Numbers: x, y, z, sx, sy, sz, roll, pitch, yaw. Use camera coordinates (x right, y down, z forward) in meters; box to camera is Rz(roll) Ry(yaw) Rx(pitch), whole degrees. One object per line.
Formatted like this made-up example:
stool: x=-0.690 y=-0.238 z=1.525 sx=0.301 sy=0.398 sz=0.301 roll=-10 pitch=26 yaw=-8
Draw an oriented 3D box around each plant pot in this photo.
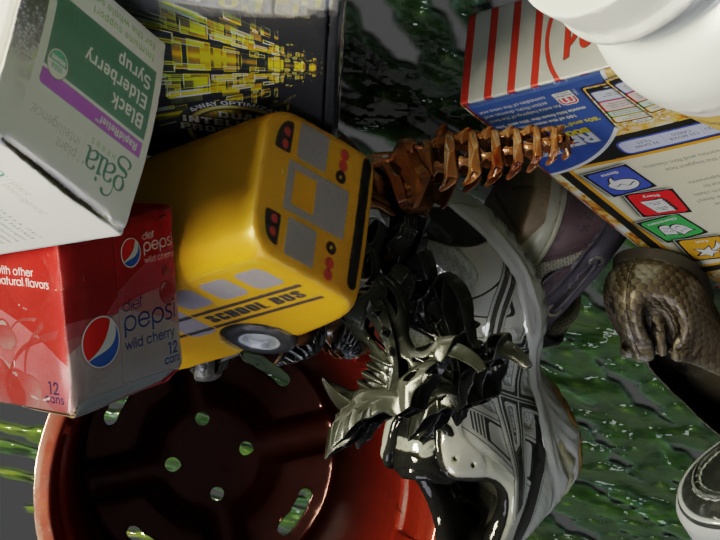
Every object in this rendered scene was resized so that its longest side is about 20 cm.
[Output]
plant pot: x=-0.070 y=0.104 z=1.181 sx=0.199 sy=0.203 sz=0.195 roll=11 pitch=179 yaw=-9

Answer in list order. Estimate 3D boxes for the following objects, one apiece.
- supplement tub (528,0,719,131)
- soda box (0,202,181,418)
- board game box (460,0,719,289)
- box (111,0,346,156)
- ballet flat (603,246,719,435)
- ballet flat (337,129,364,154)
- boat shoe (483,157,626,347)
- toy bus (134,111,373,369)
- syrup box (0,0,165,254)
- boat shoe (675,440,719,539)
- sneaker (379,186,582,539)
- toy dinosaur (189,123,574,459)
supplement tub: x=0.162 y=-0.104 z=0.751 sx=0.199 sy=0.146 sz=0.144 roll=20 pitch=152 yaw=-27
soda box: x=-0.163 y=0.006 z=0.904 sx=0.199 sy=0.071 sz=0.063 roll=6 pitch=-165 yaw=38
board game box: x=0.159 y=-0.059 z=0.967 sx=0.151 sy=0.047 sz=0.200 roll=-11 pitch=150 yaw=34
box: x=-0.103 y=-0.101 z=0.860 sx=0.198 sy=0.049 sz=0.162 roll=8 pitch=154 yaw=0
ballet flat: x=0.169 y=0.055 z=1.088 sx=0.067 sy=0.047 sz=0.200 roll=-4 pitch=149 yaw=33
ballet flat: x=-0.069 y=-0.020 z=1.086 sx=0.065 sy=0.071 sz=0.199 roll=23 pitch=153 yaw=-37
boat shoe: x=0.076 y=0.011 z=1.114 sx=0.064 sy=0.072 sz=0.200 roll=16 pitch=148 yaw=-8
toy bus: x=-0.081 y=-0.001 z=0.937 sx=0.199 sy=0.066 sz=0.078 roll=-16 pitch=148 yaw=43
syrup box: x=-0.174 y=-0.053 z=0.832 sx=0.199 sy=0.082 sz=0.079 roll=-9 pitch=150 yaw=33
boat shoe: x=0.221 y=0.063 z=1.021 sx=0.198 sy=0.074 sz=0.068 roll=-23 pitch=131 yaw=27
sneaker: x=0.042 y=0.051 z=1.040 sx=0.075 sy=0.088 sz=0.201 roll=3 pitch=130 yaw=40
toy dinosaur: x=0.000 y=0.000 z=0.962 sx=0.102 sy=0.137 sz=0.200 roll=-14 pitch=162 yaw=-39
